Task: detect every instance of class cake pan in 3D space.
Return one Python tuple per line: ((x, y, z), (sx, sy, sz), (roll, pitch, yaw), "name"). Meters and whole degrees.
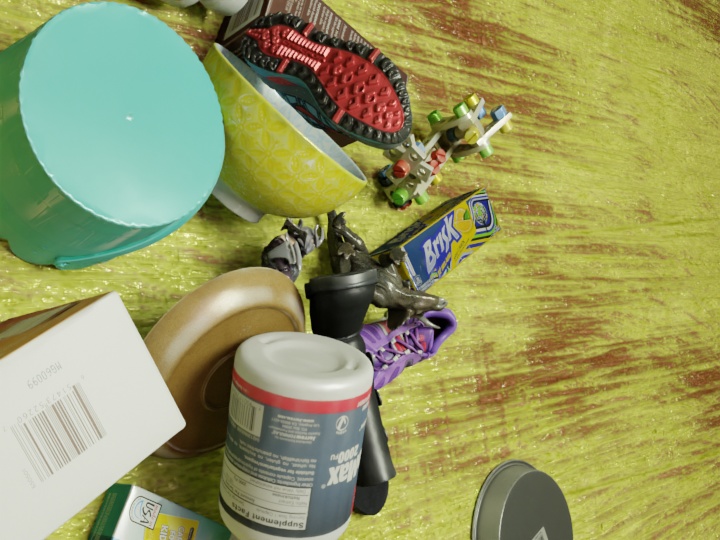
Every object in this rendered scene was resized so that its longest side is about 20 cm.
((0.222, 0.356, 1.071), (0.198, 0.036, 0.205), (12, 73, -43), "cake pan")

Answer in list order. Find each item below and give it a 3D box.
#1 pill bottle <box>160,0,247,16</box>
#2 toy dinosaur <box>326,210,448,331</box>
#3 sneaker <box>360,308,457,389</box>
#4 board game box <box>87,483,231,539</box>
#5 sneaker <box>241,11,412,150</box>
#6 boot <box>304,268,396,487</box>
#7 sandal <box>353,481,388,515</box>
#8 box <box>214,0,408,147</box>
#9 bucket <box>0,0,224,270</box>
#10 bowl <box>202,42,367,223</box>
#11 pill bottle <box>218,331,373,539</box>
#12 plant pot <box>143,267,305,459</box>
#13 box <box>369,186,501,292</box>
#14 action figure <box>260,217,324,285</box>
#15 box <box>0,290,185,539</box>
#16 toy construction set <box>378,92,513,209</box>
((-0.194, -0.320, 0.758), (0.197, 0.111, 0.116), (15, 71, -41), "pill bottle")
((0.000, 0.000, 0.885), (0.198, 0.103, 0.077), (33, 63, 18), "toy dinosaur")
((0.038, 0.084, 0.918), (0.199, 0.083, 0.082), (-32, 103, -42), "sneaker")
((-0.157, 0.297, 0.707), (0.199, 0.046, 0.154), (36, 58, -33), "board game box")
((-0.022, -0.173, 0.773), (0.080, 0.199, 0.096), (-49, 155, -6), "sneaker")
((-0.006, 0.106, 0.771), (0.064, 0.165, 0.205), (-7, 87, -8), "boot")
((-0.034, 0.198, 0.851), (0.199, 0.042, 0.078), (34, 59, -35), "sandal")
((-0.050, -0.227, 0.887), (0.199, 0.099, 0.076), (34, 58, -35), "box")
((-0.219, -0.111, 0.672), (0.204, 0.133, 0.213), (9, 76, -42), "bucket")
((-0.099, -0.114, 0.795), (0.199, 0.201, 0.108), (35, 102, -33), "bowl")
((-0.059, 0.167, 0.685), (0.118, 0.118, 0.205), (-5, 109, -44), "pill bottle")
((-0.120, 0.091, 0.715), (0.198, 0.027, 0.203), (-32, 141, -30), "plant pot")
((0.093, -0.033, 1.005), (0.199, 0.069, 0.065), (-36, 103, -43), "box")
((-0.099, 0.026, 0.784), (0.069, 0.131, 0.200), (35, 64, 14), "action figure")
((-0.246, 0.106, 0.555), (0.152, 0.198, 0.108), (-38, 108, -41), "box")
((0.091, -0.141, 0.984), (0.199, 0.130, 0.094), (-35, 104, -42), "toy construction set")
